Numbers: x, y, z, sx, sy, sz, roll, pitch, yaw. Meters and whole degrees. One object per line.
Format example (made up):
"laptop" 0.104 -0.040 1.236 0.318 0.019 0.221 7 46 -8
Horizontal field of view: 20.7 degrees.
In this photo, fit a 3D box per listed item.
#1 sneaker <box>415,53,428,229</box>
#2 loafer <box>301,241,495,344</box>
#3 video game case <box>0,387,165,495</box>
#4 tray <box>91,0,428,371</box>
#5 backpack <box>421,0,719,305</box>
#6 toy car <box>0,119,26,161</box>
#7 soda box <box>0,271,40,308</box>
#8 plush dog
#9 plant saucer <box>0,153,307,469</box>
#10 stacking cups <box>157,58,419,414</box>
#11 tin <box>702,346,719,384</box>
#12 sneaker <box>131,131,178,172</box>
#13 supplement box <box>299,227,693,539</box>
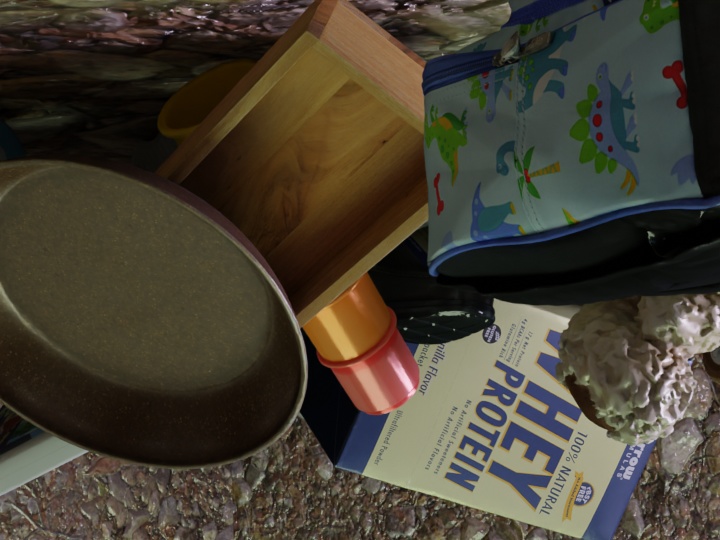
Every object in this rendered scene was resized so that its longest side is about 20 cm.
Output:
"sneaker" 0.033 -0.074 1.022 0.117 0.074 0.201 -22 167 -21
"loafer" 0.000 0.000 1.124 0.199 0.073 0.072 4 169 46
"video game case" -0.126 0.042 1.118 0.199 0.023 0.183 -27 -159 29
"tray" -0.034 -0.036 0.909 0.098 0.037 0.200 36 136 -14
"backpack" 0.122 -0.064 0.729 0.182 0.149 0.199 2 169 -39
"toy car" -0.252 0.041 1.110 0.183 0.202 0.177 -13 140 43
"soda box" -0.185 -0.018 1.016 0.198 0.068 0.064 15 174 -26
"plush dog" 0.179 -0.028 0.973 0.159 0.202 0.171 -17 -179 -29
"plant saucer" -0.115 0.014 0.940 0.198 0.037 0.202 12 136 12
"stacking cups" -0.032 -0.008 0.996 0.060 0.201 0.061 -21 -151 13
"tin" 0.236 -0.014 1.090 0.042 0.201 0.112 30 133 -12
"sneaker" -0.084 -0.046 1.142 0.081 0.075 0.200 4 173 -17
"supplement box" 0.068 0.054 1.276 0.198 0.135 0.200 18 -167 -22
